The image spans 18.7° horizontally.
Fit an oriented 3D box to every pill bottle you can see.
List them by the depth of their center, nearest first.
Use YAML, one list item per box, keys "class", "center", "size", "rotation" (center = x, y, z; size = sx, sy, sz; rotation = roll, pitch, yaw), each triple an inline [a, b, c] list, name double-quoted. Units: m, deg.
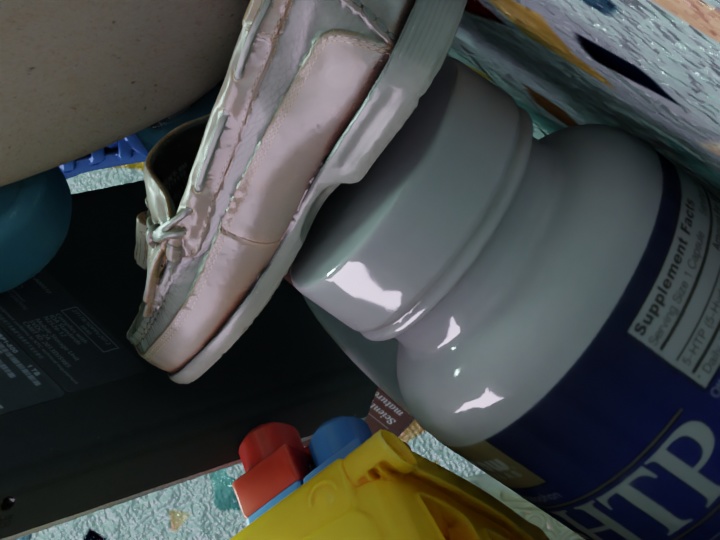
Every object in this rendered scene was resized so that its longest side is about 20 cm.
- class: "pill bottle"
  center: [0.081, 0.022, 0.723]
  size: [0.200, 0.120, 0.120]
  rotation: [34, 179, -16]

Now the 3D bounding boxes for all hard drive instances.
- class: "hard drive"
  center: [-0.107, 0.027, 0.798]
  size: [0.199, 0.033, 0.139]
  rotation: [-15, -135, -44]

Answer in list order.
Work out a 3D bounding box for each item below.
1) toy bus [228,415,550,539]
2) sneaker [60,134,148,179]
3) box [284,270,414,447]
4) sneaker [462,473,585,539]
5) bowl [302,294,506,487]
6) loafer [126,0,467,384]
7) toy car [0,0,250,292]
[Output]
- class: "toy bus"
  center: [0.028, 0.138, 0.752]
  size: [0.200, 0.136, 0.193]
  rotation: [34, -156, -44]
- class: "sneaker"
  center: [-0.105, -0.072, 0.900]
  size: [0.078, 0.199, 0.066]
  rotation: [43, 150, 48]
- class: "box"
  center: [0.000, 0.000, 1.015]
  size: [0.100, 0.075, 0.200]
  rotation: [39, -149, -7]
- class: "sneaker"
  center: [0.093, 0.119, 0.914]
  size: [0.199, 0.077, 0.111]
  rotation: [18, -170, -27]
- class: "bowl"
  center: [0.080, 0.018, 0.870]
  size: [0.200, 0.091, 0.201]
  rotation: [33, -168, -8]
- class: "loafer"
  center: [-0.037, -0.038, 0.693]
  size: [0.063, 0.072, 0.200]
  rotation: [28, 137, -11]
- class: "toy car"
  center: [-0.135, -0.132, 0.742]
  size: [0.185, 0.176, 0.201]
  rotation: [59, -172, -56]
